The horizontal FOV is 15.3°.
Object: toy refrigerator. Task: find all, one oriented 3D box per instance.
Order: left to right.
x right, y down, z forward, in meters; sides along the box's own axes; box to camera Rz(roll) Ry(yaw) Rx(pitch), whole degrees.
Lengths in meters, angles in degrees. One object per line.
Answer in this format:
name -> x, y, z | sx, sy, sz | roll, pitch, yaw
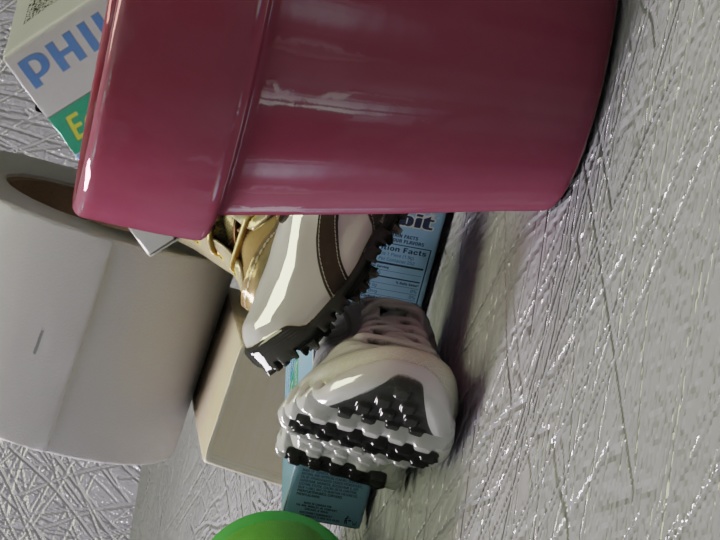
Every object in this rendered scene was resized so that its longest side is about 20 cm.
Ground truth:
toy refrigerator -> -0.057, 0.070, 1.630 | 0.200, 0.070, 0.076 | -126, 54, -79

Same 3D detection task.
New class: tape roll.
tape roll -> -0.190, 0.020, 1.672 | 0.203, 0.202, 0.139 | -111, 40, -76

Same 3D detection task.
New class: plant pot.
plant pot -> -0.004, -0.101, 1.006 | 0.200, 0.179, 0.200 | -170, 90, -83

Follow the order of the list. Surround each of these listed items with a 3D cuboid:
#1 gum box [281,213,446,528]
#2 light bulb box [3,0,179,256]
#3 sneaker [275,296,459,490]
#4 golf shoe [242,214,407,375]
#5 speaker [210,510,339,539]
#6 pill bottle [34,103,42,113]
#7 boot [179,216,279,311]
gum box -> 0.000, 0.000, 1.367 | 0.170, 0.044, 0.200 | -90, 13, -56
light bulb box -> -0.056, -0.138, 1.309 | 0.198, 0.125, 0.200 | -31, 22, 11
sneaker -> 0.005, 0.046, 1.186 | 0.200, 0.075, 0.081 | 138, 150, -78
golf shoe -> -0.016, -0.055, 1.178 | 0.200, 0.094, 0.078 | -62, 11, -1
speaker -> -0.034, 0.166, 1.244 | 0.200, 0.088, 0.089 | -143, 64, -82
pill bottle -> -0.099, -0.124, 1.687 | 0.112, 0.200, 0.112 | -169, 90, -83
boot -> -0.089, -0.033, 1.557 | 0.200, 0.155, 0.073 | -63, -1, -76
